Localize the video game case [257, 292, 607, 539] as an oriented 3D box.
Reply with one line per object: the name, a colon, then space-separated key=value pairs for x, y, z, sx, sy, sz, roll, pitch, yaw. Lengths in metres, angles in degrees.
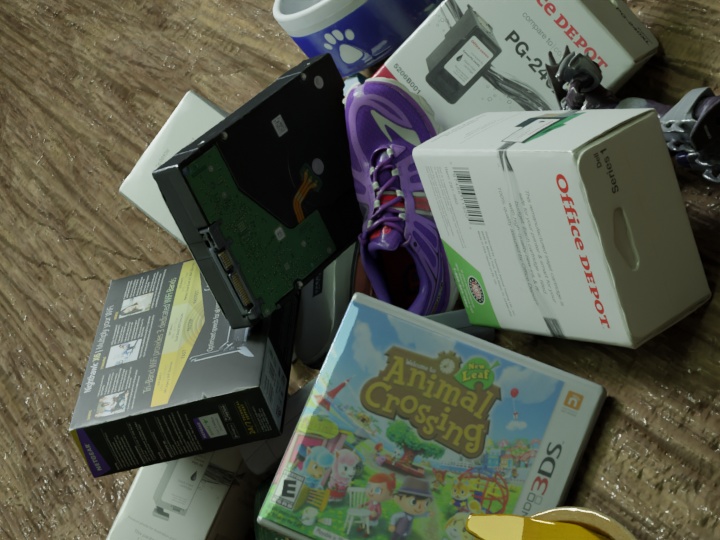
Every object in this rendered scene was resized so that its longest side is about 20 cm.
video game case: x=0.050 y=0.132 z=1.315 sx=0.198 sy=0.022 sz=0.184 roll=20 pitch=78 yaw=16

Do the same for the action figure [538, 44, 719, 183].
action figure: x=0.196 y=-0.102 z=1.337 sx=0.199 sy=0.130 sz=0.070 roll=10 pitch=58 yaw=52

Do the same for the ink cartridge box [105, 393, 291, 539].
ink cartridge box: x=-0.133 y=0.183 z=1.561 sx=0.147 sy=0.082 sz=0.202 roll=62 pitch=-128 yaw=-76

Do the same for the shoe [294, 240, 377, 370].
shoe: x=0.000 y=0.000 z=1.561 sx=0.071 sy=0.091 sz=0.202 roll=-23 pitch=52 yaw=44

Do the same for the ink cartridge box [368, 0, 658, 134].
ink cartridge box: x=0.113 y=-0.156 z=1.468 sx=0.200 sy=0.145 sz=0.083 roll=-45 pitch=-6 yaw=25

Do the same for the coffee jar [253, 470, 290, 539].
coffee jar: x=0.009 y=0.165 z=1.416 sx=0.200 sy=0.085 sz=0.105 roll=-38 pitch=44 yaw=34

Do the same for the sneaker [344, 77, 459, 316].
sneaker: x=0.030 y=-0.050 z=1.437 sx=0.080 sy=0.083 sz=0.202 roll=-12 pitch=95 yaw=23

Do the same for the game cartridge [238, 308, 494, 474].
game cartridge: x=0.000 y=0.097 z=1.455 sx=0.200 sy=0.133 sz=0.041 roll=-39 pitch=68 yaw=34

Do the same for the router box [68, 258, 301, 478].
router box: x=-0.133 y=0.065 z=1.463 sx=0.156 sy=0.053 sz=0.201 roll=-13 pitch=33 yaw=13

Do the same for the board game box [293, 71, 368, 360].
board game box: x=-0.034 y=-0.051 z=1.710 sx=0.196 sy=0.056 sz=0.201 roll=-45 pitch=33 yaw=25

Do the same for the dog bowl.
dog bowl: x=0.016 y=-0.277 z=1.757 sx=0.199 sy=0.079 sz=0.201 roll=-35 pitch=23 yaw=17

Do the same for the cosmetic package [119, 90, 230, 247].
cosmetic package: x=-0.111 y=-0.070 z=1.586 sx=0.085 sy=0.200 sz=0.108 roll=37 pitch=93 yaw=16

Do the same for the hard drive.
hard drive: x=-0.062 y=-0.064 z=1.445 sx=0.038 sy=0.141 sz=0.200 roll=-12 pitch=23 yaw=43

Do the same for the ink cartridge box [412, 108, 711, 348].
ink cartridge box: x=0.140 y=-0.034 z=1.318 sx=0.084 sy=0.147 sz=0.199 roll=-28 pitch=18 yaw=-27

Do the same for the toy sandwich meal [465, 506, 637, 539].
toy sandwich meal: x=0.103 y=0.235 z=1.190 sx=0.204 sy=0.070 sz=0.207 roll=-25 pitch=52 yaw=36
